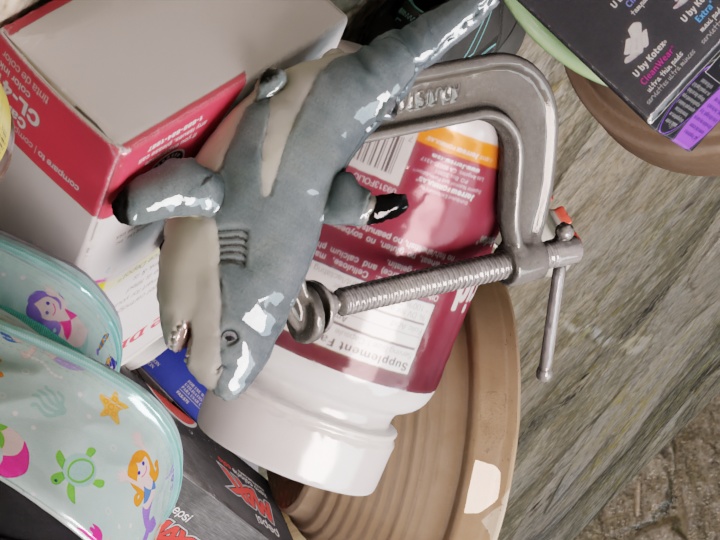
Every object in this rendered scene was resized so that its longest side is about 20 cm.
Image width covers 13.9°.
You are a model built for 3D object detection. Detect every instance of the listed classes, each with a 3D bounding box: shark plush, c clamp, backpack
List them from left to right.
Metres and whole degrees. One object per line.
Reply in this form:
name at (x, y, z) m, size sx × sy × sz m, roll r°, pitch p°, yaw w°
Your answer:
backpack at (-0.172, 0.072, 1.228) m, size 0.151 × 0.199 × 0.178 m, roll -61°, pitch 174°, yaw -33°
shark plush at (-0.015, -0.041, 1.257) m, size 0.200 × 0.083 × 0.091 m, roll -43°, pitch 162°, yaw -13°
c clamp at (0.031, -0.015, 1.362) m, size 0.199 × 0.027 × 0.172 m, roll -6°, pitch 114°, yaw -37°

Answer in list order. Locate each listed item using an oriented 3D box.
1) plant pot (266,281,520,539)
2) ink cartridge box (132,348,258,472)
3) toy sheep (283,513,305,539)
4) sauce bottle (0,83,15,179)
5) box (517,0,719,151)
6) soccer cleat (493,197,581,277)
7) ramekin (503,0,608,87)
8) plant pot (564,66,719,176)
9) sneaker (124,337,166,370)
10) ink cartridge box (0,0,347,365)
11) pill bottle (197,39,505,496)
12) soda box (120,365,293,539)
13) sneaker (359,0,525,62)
plant pot at (0.007, 0.084, 1.561) m, size 0.092 × 0.202 × 0.201 m, roll 7°, pitch 141°, yaw -18°
ink cartridge box at (-0.102, 0.081, 1.654) m, size 0.044 × 0.094 × 0.200 m, roll -41°, pitch 165°, yaw -17°
toy sheep at (-0.086, 0.227, 2.036) m, size 0.200 × 0.138 × 0.138 m, roll -49°, pitch 167°, yaw 34°
sauce bottle at (-0.171, -0.080, 1.082) m, size 0.065 × 0.065 × 0.200 m, roll -43°, pitch 166°, yaw -11°
box at (0.109, -0.164, 1.373) m, size 0.106 × 0.200 × 0.122 m, roll -48°, pitch 166°, yaw 7°
soccer cleat at (0.055, -0.045, 1.605) m, size 0.077 × 0.200 × 0.069 m, roll -35°, pitch 128°, yaw 0°
ramekin at (0.161, -0.183, 1.497) m, size 0.200 × 0.200 × 0.098 m, roll -47°, pitch 173°, yaw 4°
plant pot at (0.179, -0.173, 1.646) m, size 0.200 × 0.200 × 0.174 m, roll -48°, pitch 147°, yaw 7°
sneaker at (-0.077, -0.021, 1.486) m, size 0.200 × 0.073 × 0.085 m, roll -48°, pitch 170°, yaw 11°
ink cartridge box at (-0.105, -0.046, 1.320) m, size 0.147 × 0.086 × 0.200 m, roll -35°, pitch 162°, yaw -39°
pill bottle at (0.000, 0.000, 1.440) m, size 0.201 × 0.114 × 0.114 m, roll -68°, pitch 162°, yaw 8°
soda box at (-0.112, 0.106, 1.501) m, size 0.063 × 0.071 × 0.200 m, roll -35°, pitch 138°, yaw 10°
sneaker at (0.010, -0.099, 1.564) m, size 0.200 × 0.075 × 0.079 m, roll -50°, pitch 157°, yaw -17°
